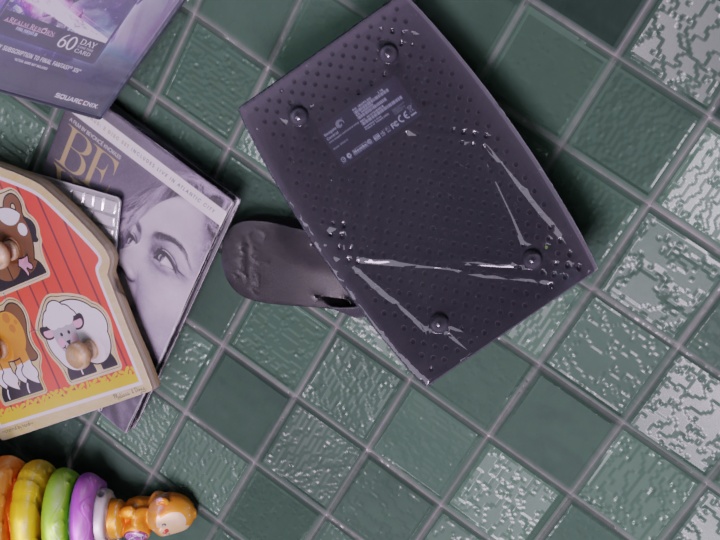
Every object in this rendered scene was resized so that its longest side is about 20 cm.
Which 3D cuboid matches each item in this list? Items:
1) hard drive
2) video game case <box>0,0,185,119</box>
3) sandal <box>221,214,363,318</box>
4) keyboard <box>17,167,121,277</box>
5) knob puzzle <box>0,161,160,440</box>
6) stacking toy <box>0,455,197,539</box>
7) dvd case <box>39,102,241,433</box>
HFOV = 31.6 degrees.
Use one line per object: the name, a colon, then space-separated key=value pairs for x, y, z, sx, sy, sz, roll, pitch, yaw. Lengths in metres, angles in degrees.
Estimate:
hard drive: x=0.033 y=-0.047 z=0.753 sx=0.135 sy=0.042 sz=0.200 roll=-35 pitch=81 yaw=3
video game case: x=-0.160 y=-0.184 z=0.763 sx=0.200 sy=0.143 sz=0.019 roll=-49 pitch=58 yaw=21
sandal: x=0.000 y=0.001 z=0.810 sx=0.200 sy=0.043 sz=0.076 roll=-2 pitch=104 yaw=23
keyboard: x=-0.249 y=-0.047 z=0.902 sx=0.200 sy=0.011 sz=0.056 roll=16 pitch=111 yaw=27
knob puzzle: x=-0.246 y=0.015 z=0.896 sx=0.219 sy=0.030 sz=0.220 roll=12 pitch=114 yaw=30
stacking toy: x=-0.218 y=0.182 z=0.931 sx=0.200 sy=0.110 sz=0.116 roll=-1 pitch=137 yaw=4
dvd case: x=-0.178 y=-0.007 z=0.886 sx=0.149 sy=0.016 sz=0.200 roll=37 pitch=115 yaw=19
